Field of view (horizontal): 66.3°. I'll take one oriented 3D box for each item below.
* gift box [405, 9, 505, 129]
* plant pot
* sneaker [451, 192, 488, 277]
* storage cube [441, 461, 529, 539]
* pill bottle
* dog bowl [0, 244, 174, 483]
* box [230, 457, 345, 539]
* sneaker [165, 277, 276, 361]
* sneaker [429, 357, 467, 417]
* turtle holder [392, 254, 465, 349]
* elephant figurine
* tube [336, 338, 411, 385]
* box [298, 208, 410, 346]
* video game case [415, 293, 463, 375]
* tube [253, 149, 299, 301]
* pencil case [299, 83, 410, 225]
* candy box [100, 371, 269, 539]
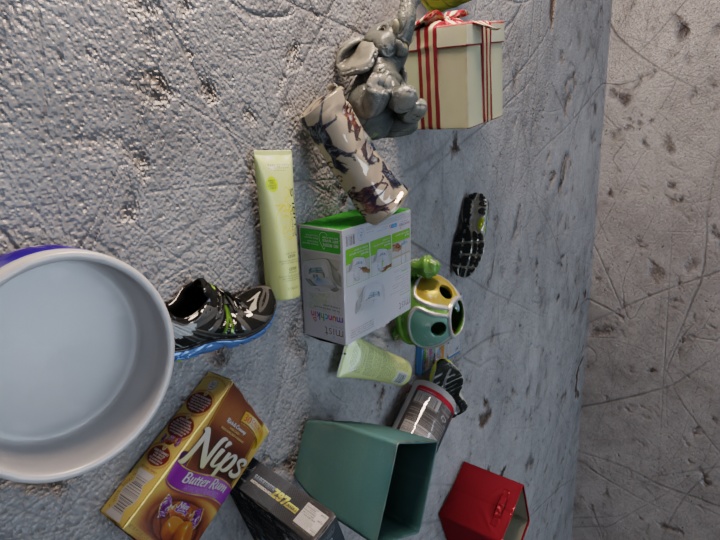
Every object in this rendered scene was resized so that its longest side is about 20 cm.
[{"bbox_3d":[0.173,-0.365,0.994,0.184,0.194,0.194,-34,123,-51],"label":"gift box"},{"bbox_3d":[-0.002,0.314,0.883,0.140,0.195,0.147,23,80,-54],"label":"plant pot"},{"bbox_3d":[0.270,-0.078,1.301,0.079,0.075,0.207,35,69,-61],"label":"sneaker"},{"bbox_3d":[0.331,0.657,1.458,0.172,0.175,0.205,-49,135,-36],"label":"storage cube"},{"bbox_3d":[0.112,0.339,1.130,0.202,0.108,0.112,-57,138,-30],"label":"pill bottle"},{"bbox_3d":[-0.280,0.081,0.514,0.196,0.077,0.208,-11,105,-45],"label":"dog bowl"},{"bbox_3d":[-0.096,0.355,0.756,0.051,0.196,0.162,-37,127,-35],"label":"box"},{"bbox_3d":[-0.177,0.049,0.682,0.197,0.069,0.086,-15,116,-50],"label":"sneaker"},{"bbox_3d":[0.187,0.253,1.251,0.076,0.092,0.203,-21,136,-3],"label":"sneaker"},{"bbox_3d":[0.137,0.061,1.086,0.139,0.128,0.193,-6,103,-53],"label":"turtle holder"},{"bbox_3d":[0.032,-0.319,0.866,0.142,0.149,0.207,99,-17,-72],"label":"elephant figurine"},{"bbox_3d":[0.025,0.170,1.014,0.198,0.051,0.059,27,35,-51],"label":"tube"},{"bbox_3d":[0.000,0.000,0.905,0.198,0.094,0.183,-23,116,-51],"label":"box"},{"bbox_3d":[0.185,0.142,1.272,0.197,0.017,0.149,-14,109,-54],"label":"video game case"},{"bbox_3d":[-0.115,-0.063,0.770,0.058,0.050,0.208,-128,-145,-79],"label":"tube"},{"bbox_3d":[-0.008,-0.171,0.810,0.203,0.077,0.090,55,46,-13],"label":"pencil case"},{"bbox_3d":[-0.210,0.248,0.694,0.202,0.055,0.119,-57,138,-33],"label":"candy box"}]
